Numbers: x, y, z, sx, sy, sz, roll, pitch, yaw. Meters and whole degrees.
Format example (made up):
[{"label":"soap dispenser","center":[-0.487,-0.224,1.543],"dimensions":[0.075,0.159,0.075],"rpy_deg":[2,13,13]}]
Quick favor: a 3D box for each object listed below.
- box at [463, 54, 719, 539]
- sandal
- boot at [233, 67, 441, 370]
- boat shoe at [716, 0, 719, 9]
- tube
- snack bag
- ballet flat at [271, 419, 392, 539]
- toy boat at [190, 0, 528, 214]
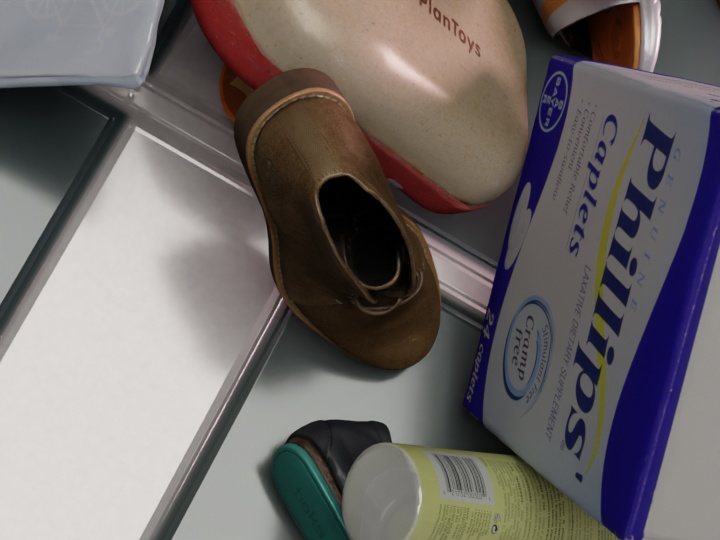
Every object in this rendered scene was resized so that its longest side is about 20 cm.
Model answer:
[{"label":"box","center":[0.145,0.011,0.887],"dimensions":[0.104,0.200,0.185],"rpy_deg":[10,99,-20]},{"label":"sandal","center":[0.105,-0.177,1.022],"dimensions":[0.059,0.079,0.208],"rpy_deg":[-5,70,-13]},{"label":"boot","center":[0.000,0.000,0.897],"dimensions":[0.073,0.200,0.076],"rpy_deg":[-31,53,-3]},{"label":"boat shoe","center":[0.215,-0.206,1.051],"dimensions":[0.067,0.072,0.201],"rpy_deg":[-11,78,-13]},{"label":"tube","center":[0.078,0.118,0.929],"dimensions":[0.199,0.052,0.058],"rpy_deg":[12,113,-43]},{"label":"snack bag","center":[-0.145,-0.171,0.929],"dimensions":[0.188,0.021,0.201],"rpy_deg":[1,72,33]},{"label":"ballet flat","center":[0.025,0.159,0.930],"dimensions":[0.073,0.073,0.201],"rpy_deg":[-20,76,-16]},{"label":"toy boat","center":[-0.015,-0.102,0.953],"dimensions":[0.200,0.130,0.131],"rpy_deg":[34,47,-43]}]
